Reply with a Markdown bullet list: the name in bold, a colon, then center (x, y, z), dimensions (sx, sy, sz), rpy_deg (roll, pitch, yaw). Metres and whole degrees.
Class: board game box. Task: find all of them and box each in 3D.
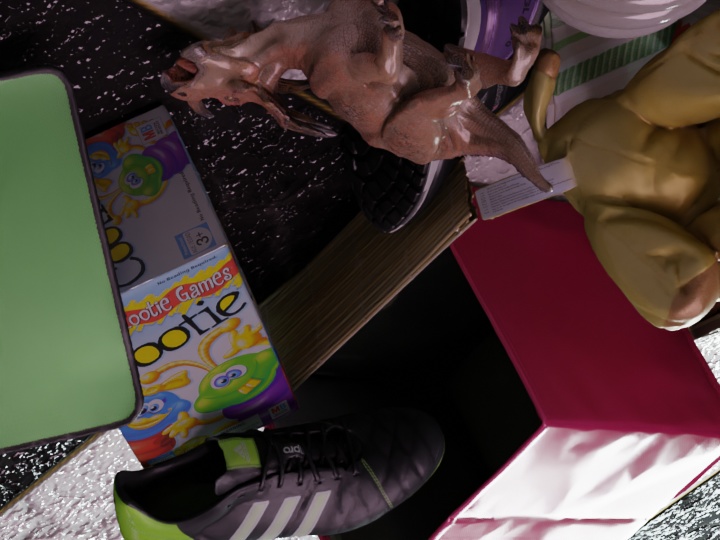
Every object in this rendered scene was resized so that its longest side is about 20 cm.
- **board game box**: center (-0.116, 0.017, 1.294), dimensions (0.103, 0.105, 0.200), rpy_deg (-25, 150, -3)

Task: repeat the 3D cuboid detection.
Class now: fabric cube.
- **fabric cube**: center (0.083, 0.083, 1.459), dimensions (0.199, 0.197, 0.200), rpy_deg (6, 136, -45)

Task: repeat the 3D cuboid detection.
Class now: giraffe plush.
- **giraffe plush**: center (0.184, -0.048, 1.305), dimensions (0.199, 0.174, 0.162), rpy_deg (-3, 174, 21)

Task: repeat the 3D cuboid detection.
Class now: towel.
- **towel**: center (0.172, -0.135, 1.368), dimensions (0.152, 0.023, 0.200), rpy_deg (-23, 148, -8)

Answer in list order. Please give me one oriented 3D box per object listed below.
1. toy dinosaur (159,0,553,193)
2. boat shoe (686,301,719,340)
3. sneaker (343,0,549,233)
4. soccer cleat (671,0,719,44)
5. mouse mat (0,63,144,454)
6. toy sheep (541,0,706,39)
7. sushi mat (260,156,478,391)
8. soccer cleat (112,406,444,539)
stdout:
- **toy dinosaur**: center (0.010, -0.095, 1.191), dimensions (0.136, 0.199, 0.086), rpy_deg (-52, -174, 41)
- **boat shoe**: center (0.236, 0.004, 1.512), dimensions (0.072, 0.068, 0.200), rpy_deg (-18, 178, -4)
- **sneaker**: center (0.057, -0.098, 1.289), dimensions (0.087, 0.076, 0.200), rpy_deg (-14, 148, -31)
- **soccer cleat**: center (0.229, -0.163, 1.290), dimensions (0.068, 0.086, 0.200), rpy_deg (21, 157, 1)
- **mouse mat**: center (-0.206, 0.004, 1.163), dimensions (0.160, 0.008, 0.201), rpy_deg (-12, 110, -4)
- **toy sheep**: center (0.141, -0.191, 1.157), dimensions (0.137, 0.138, 0.200), rpy_deg (-22, 153, -7)
- **sushi mat**: center (0.000, 0.000, 1.373), dimensions (0.012, 0.096, 0.200), rpy_deg (32, 121, -25)
- **soccer cleat**: center (-0.048, 0.120, 1.328), dimensions (0.199, 0.068, 0.081), rpy_deg (-17, 147, -1)
